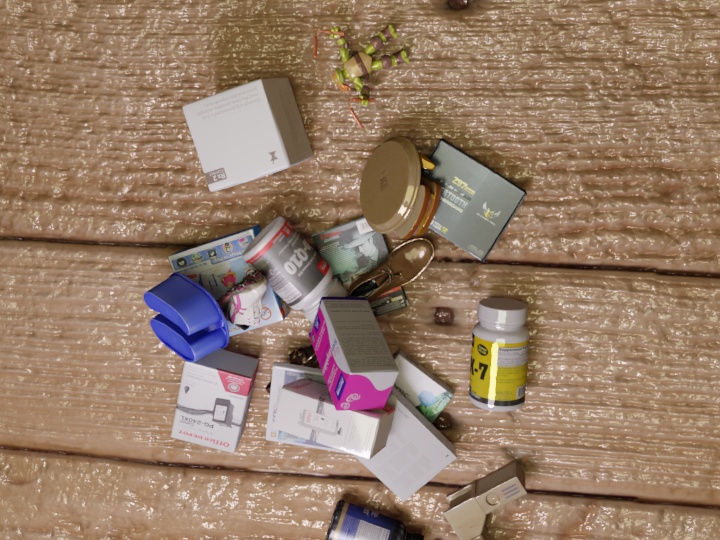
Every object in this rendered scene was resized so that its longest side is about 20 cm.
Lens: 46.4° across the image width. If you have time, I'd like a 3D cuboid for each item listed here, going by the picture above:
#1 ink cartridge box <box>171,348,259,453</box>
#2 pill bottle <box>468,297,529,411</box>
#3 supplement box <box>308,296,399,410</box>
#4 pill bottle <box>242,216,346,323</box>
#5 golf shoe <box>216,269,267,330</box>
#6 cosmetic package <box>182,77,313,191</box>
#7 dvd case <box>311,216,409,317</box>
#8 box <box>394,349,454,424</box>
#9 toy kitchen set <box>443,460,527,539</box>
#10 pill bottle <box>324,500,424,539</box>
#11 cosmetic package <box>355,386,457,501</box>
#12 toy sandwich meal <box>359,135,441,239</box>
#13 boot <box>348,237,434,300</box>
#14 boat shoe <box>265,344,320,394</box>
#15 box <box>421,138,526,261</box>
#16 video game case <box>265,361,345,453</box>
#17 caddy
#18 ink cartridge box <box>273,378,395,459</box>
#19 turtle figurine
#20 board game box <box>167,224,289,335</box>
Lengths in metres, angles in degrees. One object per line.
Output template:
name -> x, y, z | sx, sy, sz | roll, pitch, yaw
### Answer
ink cartridge box -> -0.305, 0.269, 1.758 | 0.143, 0.084, 0.202 | 15, 116, -2
pill bottle -> 0.272, 0.162, 1.644 | 0.113, 0.114, 0.203 | 4, 102, 9
supplement box -> -0.015, 0.152, 1.563 | 0.102, 0.201, 0.102 | 1, 129, -25
pill bottle -> -0.126, 0.003, 1.650 | 0.114, 0.114, 0.200 | -41, 104, 16
golf shoe -> -0.214, 0.060, 1.630 | 0.072, 0.200, 0.092 | -41, 94, -27
cosmetic package -> -0.207, -0.261, 1.590 | 0.163, 0.200, 0.167 | -16, 99, 12
dvd case -> 0.000, 0.000, 1.704 | 0.144, 0.022, 0.202 | -19, 100, 13
box -> 0.081, 0.285, 1.745 | 0.144, 0.036, 0.201 | 36, 108, 1
toy kitchen set -> 0.289, 0.539, 1.698 | 0.179, 0.163, 0.201 | -31, 96, 15
pill bottle -> 0.029, 0.572, 1.779 | 0.197, 0.112, 0.113 | 18, 105, 5
cosmetic package -> 0.076, 0.353, 1.710 | 0.150, 0.052, 0.200 | -40, 106, 14
toy sandwich meal -> 0.074, -0.157, 1.595 | 0.070, 0.205, 0.207 | 10, 109, -34
boot -> 0.060, 0.008, 1.647 | 0.199, 0.075, 0.074 | -34, 94, 14
boat shoe -> -0.122, 0.198, 1.743 | 0.070, 0.070, 0.201 | 38, 106, -5
box -> 0.198, -0.137, 1.623 | 0.199, 0.051, 0.159 | 33, 105, 2
video game case -> -0.091, 0.286, 1.728 | 0.197, 0.023, 0.185 | 9, 114, 1
caddy -> -0.338, 0.088, 1.662 | 0.199, 0.104, 0.143 | 27, 134, 37
ink cartridge box -> -0.048, 0.279, 1.600 | 0.197, 0.146, 0.084 | 15, 93, 14
turtle figurine -> 0.010, -0.385, 1.595 | 0.160, 0.064, 0.202 | -25, 88, 7
board game box -> -0.272, 0.030, 1.741 | 0.198, 0.056, 0.198 | -16, 99, 13
